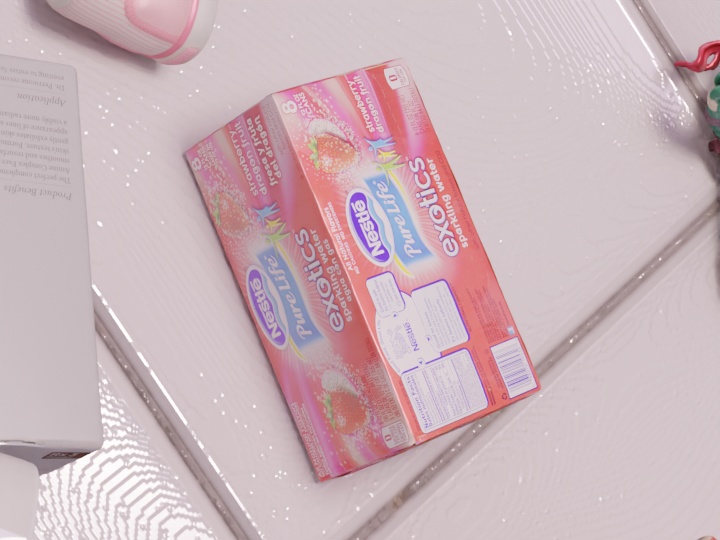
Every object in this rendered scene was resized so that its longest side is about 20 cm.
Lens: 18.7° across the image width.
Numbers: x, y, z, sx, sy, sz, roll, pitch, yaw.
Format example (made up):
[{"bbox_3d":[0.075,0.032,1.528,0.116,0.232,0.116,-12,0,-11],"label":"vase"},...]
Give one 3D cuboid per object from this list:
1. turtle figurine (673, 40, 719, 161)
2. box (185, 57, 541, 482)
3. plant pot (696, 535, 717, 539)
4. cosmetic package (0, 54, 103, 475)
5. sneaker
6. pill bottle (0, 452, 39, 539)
[{"bbox_3d":[0.277,-0.085,1.433,0.149,0.101,0.201,-3,90,-23],"label":"turtle figurine"},{"bbox_3d":[0.000,0.000,1.193,0.102,0.095,0.201,-20,85,-40],"label":"box"},{"bbox_3d":[0.177,0.254,1.181,0.200,0.200,0.178,-26,80,-40],"label":"plant pot"},{"bbox_3d":[-0.190,-0.004,1.068,0.101,0.074,0.201,7,71,-35],"label":"cosmetic package"},{"bbox_3d":[-0.130,-0.218,1.190,0.104,0.075,0.201,14,69,-38],"label":"sneaker"},{"bbox_3d":[-0.246,0.100,0.934,0.199,0.114,0.115,19,62,-18],"label":"pill bottle"}]
